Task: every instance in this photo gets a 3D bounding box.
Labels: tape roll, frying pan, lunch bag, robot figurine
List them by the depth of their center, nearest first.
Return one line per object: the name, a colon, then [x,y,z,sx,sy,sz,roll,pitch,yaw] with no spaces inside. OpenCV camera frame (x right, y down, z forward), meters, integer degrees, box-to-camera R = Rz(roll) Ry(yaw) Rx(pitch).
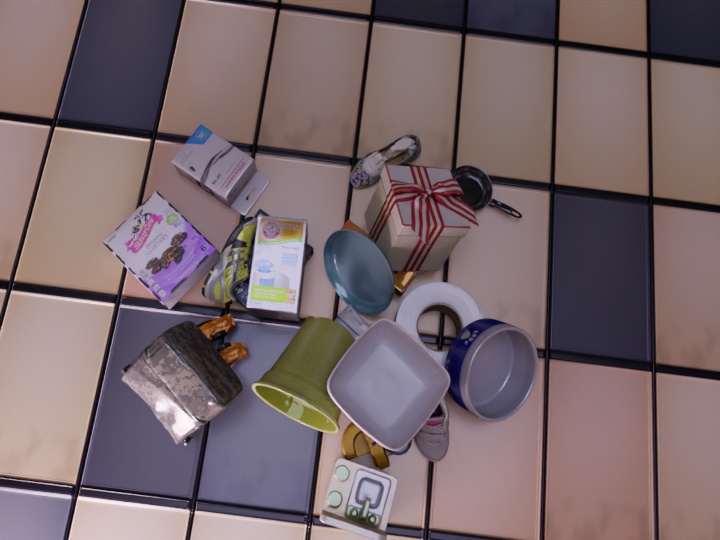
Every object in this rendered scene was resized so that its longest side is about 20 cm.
lunch bag: [-0.360,0.225,1.190,0.167,0.139,0.201,-40,90,11]
robot figurine: [-0.351,0.182,1.297,0.197,0.058,0.147,-25,77,-9]
tape roll: [0.171,0.131,1.327,0.198,0.071,0.207,1,75,-2]
frying pan: [0.295,-0.189,1.436,0.186,0.031,0.117,8,75,-4]

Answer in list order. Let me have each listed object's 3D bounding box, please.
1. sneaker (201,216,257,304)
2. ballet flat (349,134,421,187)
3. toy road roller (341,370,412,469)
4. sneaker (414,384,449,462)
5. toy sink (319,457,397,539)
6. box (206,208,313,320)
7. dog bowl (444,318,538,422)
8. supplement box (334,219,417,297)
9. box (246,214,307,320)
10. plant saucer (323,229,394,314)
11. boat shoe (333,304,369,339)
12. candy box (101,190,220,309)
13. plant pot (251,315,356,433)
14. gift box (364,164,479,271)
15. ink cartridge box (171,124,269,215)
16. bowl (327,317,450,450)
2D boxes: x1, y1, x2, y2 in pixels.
sneaker: [-0.268,-0.020,1.305,0.075,0.075,0.203,27,87,-1]
ballet flat: [0.059,-0.269,1.428,0.198,0.072,0.073,-30,78,-9]
toy road roller: [0.019,0.310,1.248,0.143,0.123,0.204,-19,77,-1]
sneaker: [0.145,0.312,1.246,0.080,0.088,0.204,-10,104,2]
toy sink: [-0.003,0.439,1.172,0.128,0.200,0.114,17,75,3]
box: [-0.224,-0.014,1.360,0.158,0.046,0.201,34,77,6]
dog bowl: [0.274,0.206,1.255,0.197,0.078,0.205,-7,103,-29]
supplement box: [0.032,-0.026,1.365,0.199,0.069,0.067,36,77,9]
box: [-0.175,-0.005,1.284,0.110,0.101,0.204,6,76,-3]
plant saucer: [0.000,0.000,1.304,0.200,0.201,0.027,47,48,10]
boat shoe: [0.034,0.151,1.316,0.199,0.071,0.070,39,86,14]
candy box: [-0.443,-0.046,1.346,0.199,0.072,0.168,42,78,8]
plant pot: [-0.095,0.205,1.247,0.197,0.201,0.186,25,65,4]
gift box: [0.129,-0.105,1.288,0.181,0.188,0.203,-5,57,-24]
ink cartridge box: [-0.323,-0.235,1.403,0.198,0.067,0.117,33,76,6]
bowl: [0.049,0.221,1.162,0.200,0.075,0.200,42,70,4]
